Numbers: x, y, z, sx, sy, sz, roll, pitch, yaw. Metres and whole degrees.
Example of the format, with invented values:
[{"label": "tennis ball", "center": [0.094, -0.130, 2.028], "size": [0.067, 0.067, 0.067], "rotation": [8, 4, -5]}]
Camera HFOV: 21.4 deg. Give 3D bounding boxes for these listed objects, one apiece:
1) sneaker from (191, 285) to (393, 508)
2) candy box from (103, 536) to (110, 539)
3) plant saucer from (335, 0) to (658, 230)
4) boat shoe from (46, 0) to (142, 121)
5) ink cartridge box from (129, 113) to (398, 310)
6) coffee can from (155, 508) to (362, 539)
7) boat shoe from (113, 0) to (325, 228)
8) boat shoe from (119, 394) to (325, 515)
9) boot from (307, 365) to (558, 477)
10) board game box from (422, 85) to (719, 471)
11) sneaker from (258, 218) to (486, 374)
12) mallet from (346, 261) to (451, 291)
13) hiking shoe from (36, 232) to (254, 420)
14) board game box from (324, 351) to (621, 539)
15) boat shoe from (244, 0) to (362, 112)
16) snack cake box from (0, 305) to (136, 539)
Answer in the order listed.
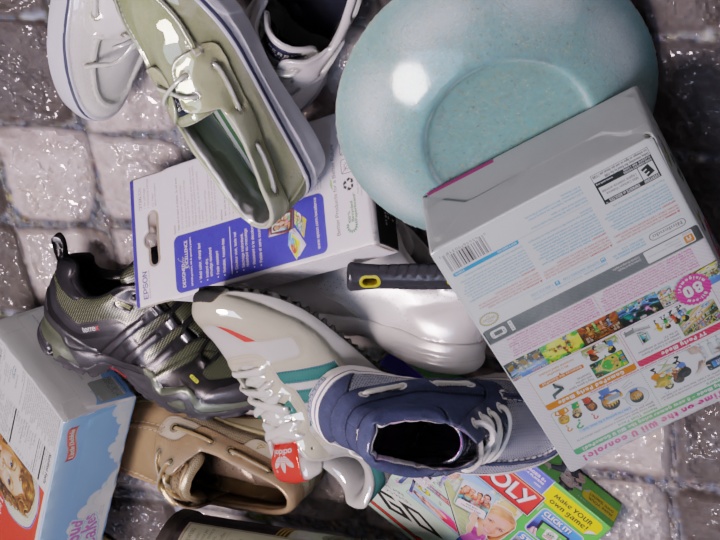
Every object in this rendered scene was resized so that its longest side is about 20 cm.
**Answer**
[{"label": "sneaker", "center": [-0.042, 0.087, 1.261], "size": [0.070, 0.094, 0.199], "rotation": [-1, 149, 49]}, {"label": "candy box", "center": [-0.287, 0.237, 1.552], "size": [0.199, 0.116, 0.056], "rotation": [32, 131, 4]}, {"label": "plant saucer", "center": [0.085, -0.091, 1.134], "size": [0.199, 0.039, 0.203], "rotation": [-5, 128, -7]}, {"label": "boat shoe", "center": [-0.145, -0.177, 1.228], "size": [0.086, 0.074, 0.204], "rotation": [30, 125, 28]}, {"label": "ink cartridge box", "center": [-0.068, -0.037, 1.271], "size": [0.198, 0.037, 0.096], "rotation": [-14, 72, 29]}, {"label": "coffee can", "center": [-0.048, 0.261, 1.380], "size": [0.198, 0.147, 0.148], "rotation": [7, 124, 16]}, {"label": "boat shoe", "center": [-0.093, -0.115, 1.173], "size": [0.072, 0.062, 0.200], "rotation": [-17, 120, 42]}, {"label": "boat shoe", "center": [-0.126, 0.142, 1.440], "size": [0.198, 0.065, 0.072], "rotation": [4, 123, 26]}, {"label": "boot", "center": [0.069, 0.109, 1.241], "size": [0.090, 0.198, 0.074], "rotation": [31, 113, 61]}, {"label": "board game box", "center": [0.146, 0.010, 1.152], "size": [0.146, 0.065, 0.201], "rotation": [-26, 123, 12]}, {"label": "sneaker", "center": [0.000, 0.000, 1.290], "size": [0.198, 0.075, 0.089], "rotation": [16, 107, 20]}, {"label": "mallet", "center": [0.091, -0.005, 1.212], "size": [0.198, 0.041, 0.066], "rotation": [6, 122, -1]}, {"label": "hiking shoe", "center": [-0.141, 0.038, 1.371], "size": [0.198, 0.076, 0.102], "rotation": [15, 122, 10]}, {"label": "board game box", "center": [0.071, 0.149, 1.369], "size": [0.199, 0.029, 0.135], "rotation": [39, 131, -1]}, {"label": "boat shoe", "center": [-0.044, -0.155, 1.199], "size": [0.073, 0.065, 0.201], "rotation": [33, 130, 3]}, {"label": "snack cake box", "center": [-0.244, 0.140, 1.468], "size": [0.115, 0.067, 0.201], "rotation": [46, 136, 30]}]
